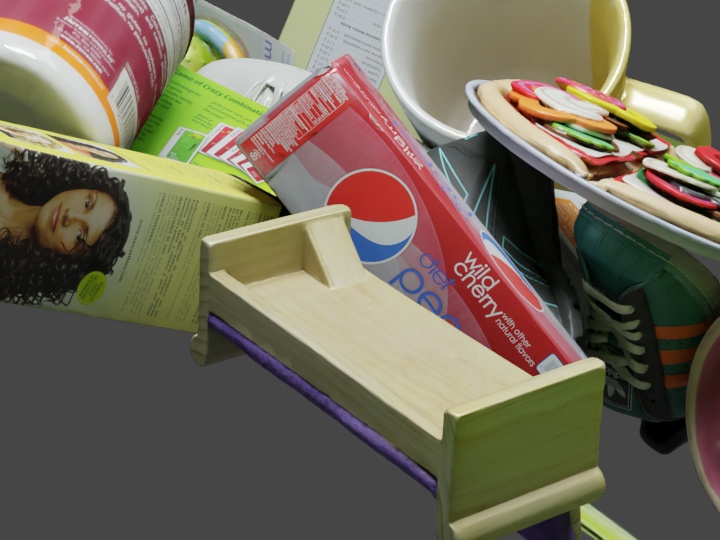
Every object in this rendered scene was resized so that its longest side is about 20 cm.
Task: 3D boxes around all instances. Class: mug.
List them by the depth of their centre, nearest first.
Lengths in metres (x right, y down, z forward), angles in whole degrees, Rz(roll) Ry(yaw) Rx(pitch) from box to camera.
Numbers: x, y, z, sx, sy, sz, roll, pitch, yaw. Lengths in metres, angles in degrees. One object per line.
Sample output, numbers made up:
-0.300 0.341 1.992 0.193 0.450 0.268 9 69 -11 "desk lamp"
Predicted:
0.105 -0.094 1.530 0.187 0.149 0.153 52 -9 25 "mug"

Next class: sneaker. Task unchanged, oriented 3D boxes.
0.151 0.035 1.311 0.071 0.080 0.200 37 -7 40 "sneaker"
0.073 0.011 1.315 0.079 0.076 0.201 -7 53 -3 "sneaker"
-0.028 -0.084 1.506 0.199 0.077 0.080 26 -4 26 "sneaker"

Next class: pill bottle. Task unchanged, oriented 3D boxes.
-0.149 -0.117 1.256 0.114 0.115 0.200 23 39 0 "pill bottle"

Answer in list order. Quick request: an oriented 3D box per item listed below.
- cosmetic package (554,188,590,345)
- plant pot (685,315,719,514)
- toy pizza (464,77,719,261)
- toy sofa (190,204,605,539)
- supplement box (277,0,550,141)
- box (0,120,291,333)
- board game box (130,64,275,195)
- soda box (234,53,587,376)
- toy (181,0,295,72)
0.135 0.014 1.465 0.102 0.071 0.200 54 19 18 "cosmetic package"
0.275 0.070 1.285 0.178 0.201 0.200 -4 24 -35 "plant pot"
0.147 -0.058 1.295 0.199 0.032 0.200 25 15 -7 "toy pizza"
0.012 0.055 1.084 0.082 0.098 0.200 -15 32 -33 "toy sofa"
0.044 -0.122 1.701 0.199 0.201 0.134 24 10 6 "supplement box"
-0.120 -0.018 1.151 0.050 0.076 0.199 28 12 38 "box"
-0.121 -0.065 1.326 0.199 0.048 0.102 28 48 24 "board game box"
0.028 -0.007 1.206 0.200 0.063 0.070 52 11 -2 "soda box"
-0.120 -0.121 1.646 0.047 0.116 0.200 -16 34 -33 "toy"
